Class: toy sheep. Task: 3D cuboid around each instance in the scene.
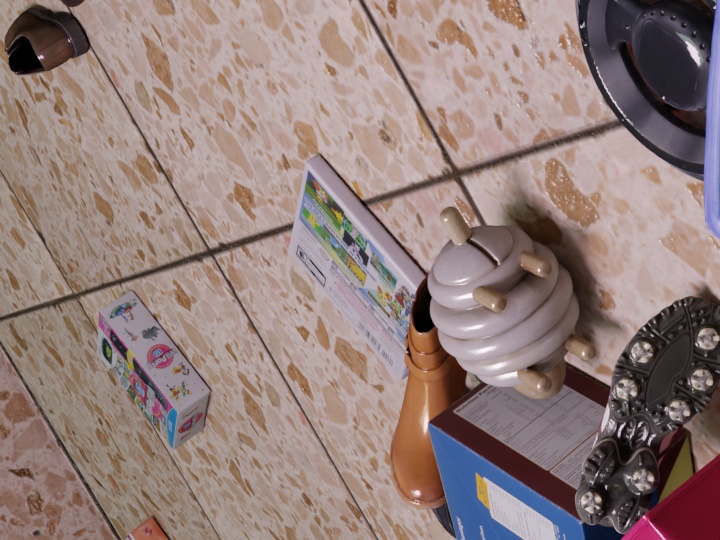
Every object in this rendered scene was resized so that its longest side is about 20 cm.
[{"bbox_3d":[0.122,0.028,1.392,0.138,0.138,0.201,16,137,56],"label":"toy sheep"}]

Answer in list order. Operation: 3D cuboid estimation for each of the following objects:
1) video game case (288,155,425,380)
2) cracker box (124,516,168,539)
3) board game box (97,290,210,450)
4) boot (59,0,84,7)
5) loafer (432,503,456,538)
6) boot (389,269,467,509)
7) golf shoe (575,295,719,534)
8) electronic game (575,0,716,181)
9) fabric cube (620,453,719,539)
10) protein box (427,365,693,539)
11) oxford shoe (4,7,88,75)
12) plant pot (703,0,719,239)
[{"bbox_3d":[0.000,0.000,1.719,0.200,0.022,0.183,50,155,18],"label":"video game case"},{"bbox_3d":[-0.388,0.553,3.088,0.134,0.058,0.200,52,157,8],"label":"cracker box"},{"bbox_3d":[-0.310,0.150,2.439,0.200,0.064,0.148,49,155,16],"label":"board game box"},{"bbox_3d":[-0.403,-0.418,1.927,0.200,0.064,0.187,40,149,43],"label":"boot"},{"bbox_3d":[0.108,0.215,1.720,0.070,0.068,0.201,44,151,47],"label":"loafer"},{"bbox_3d":[0.071,0.107,1.542,0.076,0.201,0.156,11,144,11],"label":"boot"},{"bbox_3d":[0.224,0.106,1.291,0.077,0.201,0.088,26,-168,3],"label":"golf shoe"},{"bbox_3d":[0.218,-0.145,1.101,0.200,0.042,0.201,43,154,28],"label":"electronic game"},{"bbox_3d":[0.308,0.239,1.215,0.200,0.196,0.200,49,155,16],"label":"fabric cube"},{"bbox_3d":[0.188,0.213,1.484,0.200,0.135,0.199,30,145,45],"label":"protein box"},{"bbox_3d":[-0.425,-0.288,2.091,0.200,0.084,0.073,10,130,61],"label":"oxford shoe"},{"bbox_3d":[0.308,-0.088,0.834,0.200,0.179,0.201,37,149,36],"label":"plant pot"}]
